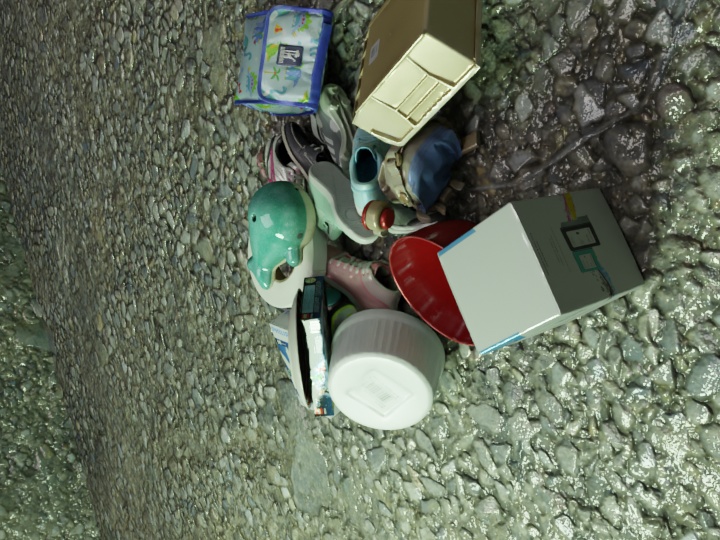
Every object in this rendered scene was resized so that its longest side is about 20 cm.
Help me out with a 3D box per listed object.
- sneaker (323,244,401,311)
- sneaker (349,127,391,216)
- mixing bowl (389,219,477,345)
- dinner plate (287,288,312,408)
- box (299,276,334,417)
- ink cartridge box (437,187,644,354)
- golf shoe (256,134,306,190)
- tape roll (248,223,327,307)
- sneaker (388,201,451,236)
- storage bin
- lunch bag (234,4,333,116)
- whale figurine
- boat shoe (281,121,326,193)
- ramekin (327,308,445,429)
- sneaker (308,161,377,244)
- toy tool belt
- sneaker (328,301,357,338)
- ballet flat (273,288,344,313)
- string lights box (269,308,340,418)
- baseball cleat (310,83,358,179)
[{"bbox_3d":[0.000,0.000,1.348,0.200,0.075,0.105,46,135,22],"label":"sneaker"},{"bbox_3d":[0.018,-0.185,1.222,0.083,0.072,0.203,79,-175,-52],"label":"sneaker"},{"bbox_3d":[0.149,-0.001,1.125,0.199,0.108,0.202,35,151,23],"label":"mixing bowl"},{"bbox_3d":[-0.103,0.133,1.281,0.200,0.024,0.204,-5,-90,-89],"label":"dinner plate"},{"bbox_3d":[-0.072,0.132,1.317,0.137,0.037,0.203,-92,-4,-61],"label":"box"},{"bbox_3d":[0.235,-0.002,0.980,0.146,0.198,0.148,-36,72,47],"label":"ink cartridge box"},{"bbox_3d":[-0.142,-0.166,1.470,0.092,0.072,0.203,-30,78,49],"label":"golf shoe"},{"bbox_3d":[-0.138,-0.033,1.406,0.201,0.037,0.207,1,92,45],"label":"tape roll"},{"bbox_3d":[0.067,-0.099,1.248,0.198,0.073,0.081,12,104,47],"label":"sneaker"},{"bbox_3d":[0.078,-0.317,1.084,0.198,0.093,0.203,-40,34,47],"label":"storage bin"},{"bbox_3d":[-0.128,-0.369,1.340,0.198,0.126,0.174,13,96,46],"label":"lunch bag"},{"bbox_3d":[-0.161,-0.062,1.328,0.160,0.103,0.202,51,125,32],"label":"whale figurine"},{"bbox_3d":[-0.079,-0.203,1.404,0.062,0.072,0.202,-36,74,26],"label":"boat shoe"},{"bbox_3d":[0.039,0.171,1.251,0.196,0.098,0.203,6,129,8],"label":"ramekin"},{"bbox_3d":[-0.022,-0.086,1.280,0.201,0.073,0.119,53,158,39],"label":"sneaker"},{"bbox_3d":[0.094,-0.137,1.140,0.122,0.125,0.202,18,71,35],"label":"toy tool belt"},{"bbox_3d":[-0.008,0.147,1.347,0.083,0.071,0.202,42,158,46],"label":"sneaker"},{"bbox_3d":[-0.095,0.073,1.493,0.198,0.072,0.075,2,102,43],"label":"ballet flat"},{"bbox_3d":[-0.098,0.181,1.478,0.102,0.059,0.203,13,130,47],"label":"string lights box"},{"bbox_3d":[-0.034,-0.227,1.348,0.106,0.069,0.204,-28,74,63],"label":"baseball cleat"}]
